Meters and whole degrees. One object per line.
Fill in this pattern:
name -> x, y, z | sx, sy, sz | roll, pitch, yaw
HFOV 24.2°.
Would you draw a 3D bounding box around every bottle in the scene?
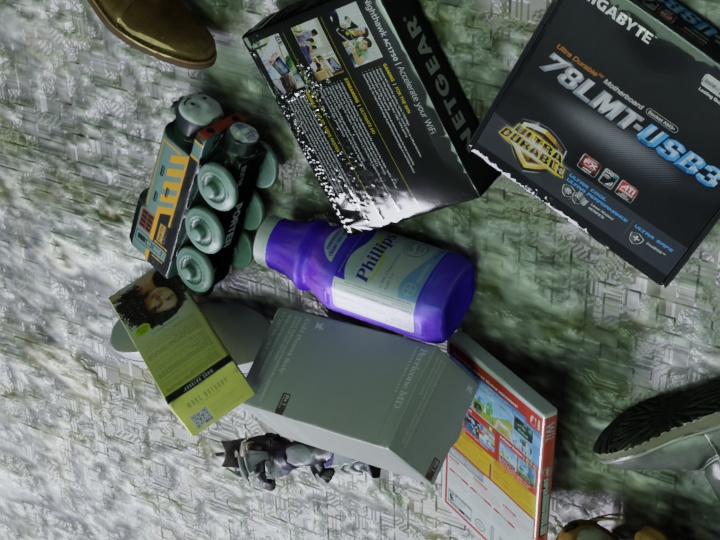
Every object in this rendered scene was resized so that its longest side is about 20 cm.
bottle -> 0.000, 0.000, 1.492 | 0.198, 0.084, 0.066 | 19, 140, 23

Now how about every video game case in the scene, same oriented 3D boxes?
video game case -> 0.124, 0.172, 1.529 | 0.143, 0.017, 0.202 | 40, 141, 44

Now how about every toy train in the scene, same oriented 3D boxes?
toy train -> -0.148, -0.068, 1.550 | 0.114, 0.085, 0.201 | 38, 135, 19

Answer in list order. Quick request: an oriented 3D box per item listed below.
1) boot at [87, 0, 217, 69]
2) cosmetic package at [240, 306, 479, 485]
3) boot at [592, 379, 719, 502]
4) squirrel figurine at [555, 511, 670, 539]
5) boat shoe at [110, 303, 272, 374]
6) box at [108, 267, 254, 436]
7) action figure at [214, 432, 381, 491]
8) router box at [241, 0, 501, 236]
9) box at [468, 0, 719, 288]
boot -> -0.197, -0.255, 1.460 | 0.200, 0.074, 0.076 | 41, 124, 5
cosmetic package -> -0.004, 0.111, 1.518 | 0.199, 0.108, 0.090 | 9, 157, 44
boot -> 0.317, 0.196, 1.436 | 0.181, 0.073, 0.201 | -20, 115, 43
squirrel figurine -> 0.248, 0.310, 1.490 | 0.186, 0.141, 0.201 | 23, 150, 50
boat shoe -> -0.155, 0.080, 1.674 | 0.198, 0.071, 0.070 | -1, 147, 30
box -> -0.172, 0.069, 1.586 | 0.200, 0.075, 0.050 | 48, 171, 51
action figure -> -0.055, 0.180, 1.637 | 0.199, 0.130, 0.070 | -16, 86, 35
router box -> 0.009, -0.138, 1.409 | 0.148, 0.051, 0.201 | -14, 112, 38
box -> 0.209, -0.115, 1.296 | 0.199, 0.050, 0.199 | 37, 135, 6
